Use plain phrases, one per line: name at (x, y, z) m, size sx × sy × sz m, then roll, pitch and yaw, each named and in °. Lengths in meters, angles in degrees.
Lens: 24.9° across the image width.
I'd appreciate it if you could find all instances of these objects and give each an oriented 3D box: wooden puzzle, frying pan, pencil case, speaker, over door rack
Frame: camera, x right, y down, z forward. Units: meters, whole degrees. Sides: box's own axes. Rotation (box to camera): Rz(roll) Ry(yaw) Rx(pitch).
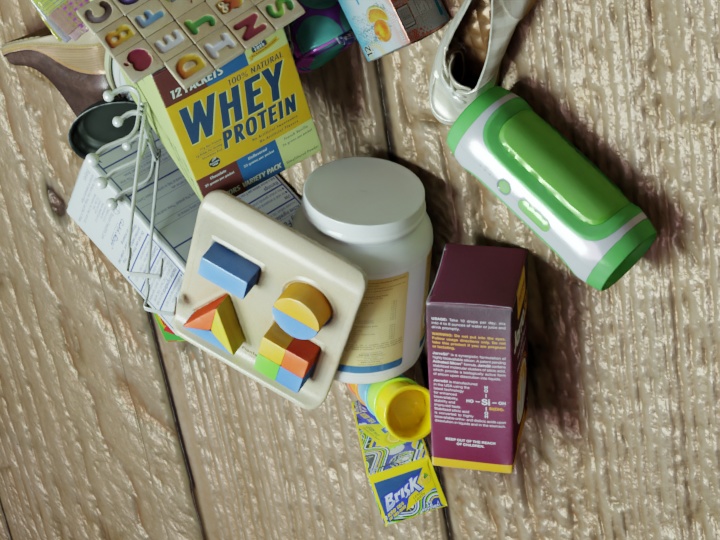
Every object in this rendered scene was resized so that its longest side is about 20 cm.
wooden puzzle at (-0.100, 0.039, 1.630) m, size 0.185 × 0.046 × 0.200 m, roll 30°, pitch 134°, yaw 9°
frying pan at (-0.272, -0.181, 1.828) m, size 0.190 × 0.115 × 0.031 m, roll 99°, pitch 163°, yaw -54°
pencil case at (-0.074, -0.296, 1.588) m, size 0.085 × 0.092 × 0.200 m, roll -26°, pitch 95°, yaw 52°
speaker at (0.173, -0.076, 1.485) m, size 0.200 × 0.088 × 0.089 m, roll 45°, pitch 141°, yaw 14°
over door rack at (-0.230, -0.065, 1.634) m, size 0.148 × 0.066 × 0.201 m, roll 90°, pitch 173°, yaw -74°

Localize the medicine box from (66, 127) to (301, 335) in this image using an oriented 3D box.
medicine box at (-0.187, -0.062, 1.799) m, size 0.200 × 0.182 × 0.103 m, roll 48°, pitch 142°, yaw 11°

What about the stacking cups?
stacking cups at (0.020, 0.130, 1.753) m, size 0.061 × 0.060 × 0.200 m, roll 69°, pitch 165°, yaw -16°

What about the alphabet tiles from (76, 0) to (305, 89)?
alphabet tiles at (-0.152, -0.257, 1.497) m, size 0.167 × 0.200 × 0.006 m, roll 51°, pitch 168°, yaw 23°

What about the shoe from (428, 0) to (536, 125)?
shoe at (0.100, -0.204, 1.497) m, size 0.070 × 0.053 × 0.200 m, roll 44°, pitch 140°, yaw 16°

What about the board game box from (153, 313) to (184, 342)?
board game box at (-0.231, -0.013, 1.990) m, size 0.101 × 0.048 × 0.200 m, roll -5°, pitch 112°, yaw 49°

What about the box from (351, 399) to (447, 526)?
box at (0.039, 0.194, 1.742) m, size 0.200 × 0.070 × 0.064 m, roll -106°, pitch -2°, yaw -72°

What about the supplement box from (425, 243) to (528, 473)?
supplement box at (0.118, 0.087, 1.620) m, size 0.085 × 0.110 × 0.200 m, roll 4°, pitch 123°, yaw 13°

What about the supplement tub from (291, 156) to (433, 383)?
supplement tub at (0.000, 0.000, 1.675) m, size 0.144 × 0.145 × 0.200 m, roll 29°, pitch 134°, yaw 30°

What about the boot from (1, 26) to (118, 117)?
boot at (-0.341, -0.208, 1.949) m, size 0.200 × 0.072 × 0.167 m, roll 2°, pitch 115°, yaw 42°

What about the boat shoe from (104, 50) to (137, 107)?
boat shoe at (-0.234, -0.251, 1.803) m, size 0.068 × 0.075 × 0.200 m, roll 32°, pitch 143°, yaw 20°

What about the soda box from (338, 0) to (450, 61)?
soda box at (0.003, -0.302, 1.524) m, size 0.068 × 0.064 × 0.200 m, roll -16°, pitch 103°, yaw 51°

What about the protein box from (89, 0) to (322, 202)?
protein box at (-0.158, -0.211, 1.611) m, size 0.200 × 0.135 × 0.199 m, roll 54°, pitch 169°, yaw 38°

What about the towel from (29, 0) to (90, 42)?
towel at (-0.280, -0.347, 1.693) m, size 0.144 × 0.200 × 0.023 m, roll 48°, pitch -174°, yaw -25°
